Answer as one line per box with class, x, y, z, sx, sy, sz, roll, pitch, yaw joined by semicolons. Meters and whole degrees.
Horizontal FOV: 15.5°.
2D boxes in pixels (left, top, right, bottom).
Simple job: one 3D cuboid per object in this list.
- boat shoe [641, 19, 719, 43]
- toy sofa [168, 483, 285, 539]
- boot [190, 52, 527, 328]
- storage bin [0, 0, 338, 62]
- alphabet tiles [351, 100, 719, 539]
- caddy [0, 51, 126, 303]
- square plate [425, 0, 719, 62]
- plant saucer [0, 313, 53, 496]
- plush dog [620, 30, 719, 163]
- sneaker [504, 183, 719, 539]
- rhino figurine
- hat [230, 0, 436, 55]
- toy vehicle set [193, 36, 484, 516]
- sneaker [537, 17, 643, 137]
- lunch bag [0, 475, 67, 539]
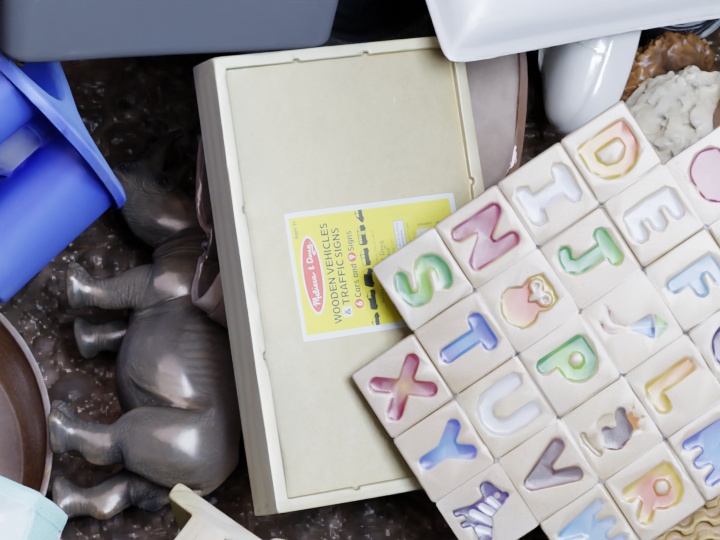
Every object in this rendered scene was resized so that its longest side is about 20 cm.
boat shoe;0.204;-0.191;1.312;0.073;0.068;0.200;31;76;15
toy sofa;-0.093;0.202;1.132;0.097;0.083;0.200;32;70;20
boot;-0.003;-0.052;1.230;0.145;0.070;0.202;13;70;-21
storage bin;-0.083;-0.164;1.140;0.199;0.135;0.146;-6;30;-26
alphabet tiles;0.105;0.032;1.147;0.199;0.006;0.167;-33;88;0
caddy;-0.187;-0.076;1.231;0.105;0.142;0.200;-46;37;-7
square plate;0.099;-0.206;1.220;0.197;0.028;0.202;-11;78;-27
plant saucer;-0.238;0.093;1.228;0.198;0.035;0.202;-2;62;4
plush dog;0.190;-0.048;1.211;0.171;0.160;0.201;-17;59;24
sneaker;0.115;0.058;1.196;0.074;0.090;0.202;-16;89;-2
rhino figurine;-0.093;0.022;1.236;0.087;0.060;0.201;2;61;4
hat;-0.013;-0.171;1.295;0.201;0.201;0.081;-43;26;-16
toy vehicle set;0.000;0.000;1.174;0.123;0.026;0.202;-6;86;-24
sneaker;0.090;-0.161;1.261;0.084;0.073;0.202;11;72;-19
lunch bag;-0.228;0.156;1.097;0.199;0.122;0.171;9;63;28
